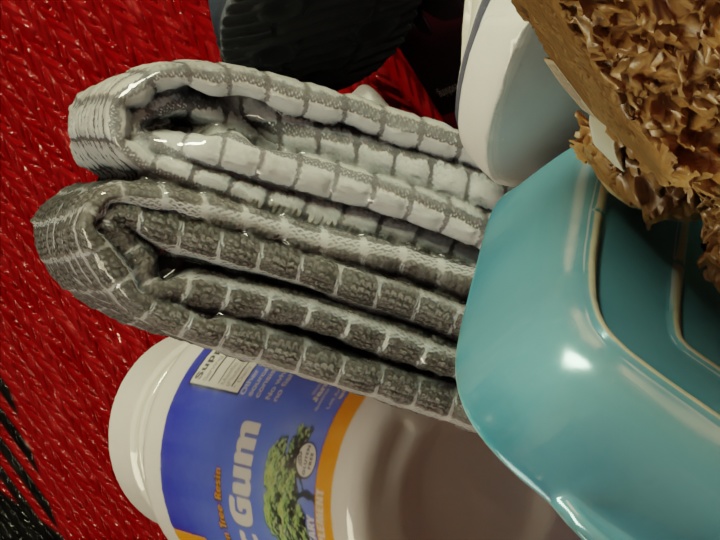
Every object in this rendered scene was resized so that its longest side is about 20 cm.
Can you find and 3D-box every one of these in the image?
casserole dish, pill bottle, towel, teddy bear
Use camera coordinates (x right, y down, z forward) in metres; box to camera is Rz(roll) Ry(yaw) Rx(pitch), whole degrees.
[{"bbox_3d":[0.088,0.022,0.777,0.121,0.200,0.039,33,113,-6],"label":"casserole dish"},{"bbox_3d":[-0.013,0.072,1.133,0.200,0.112,0.113,6,127,56],"label":"pill bottle"},{"bbox_3d":[0.000,0.000,0.942,0.199,0.086,0.166,17,176,-10],"label":"towel"},{"bbox_3d":[0.075,-0.064,0.701,0.200,0.067,0.145,55,172,-32],"label":"teddy bear"}]

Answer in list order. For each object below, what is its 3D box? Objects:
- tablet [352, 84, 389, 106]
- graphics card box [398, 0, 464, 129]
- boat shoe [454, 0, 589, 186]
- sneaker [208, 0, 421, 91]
[{"bbox_3d":[0.051,0.031,1.119,0.200,0.014,0.130,48,154,11],"label":"tablet"},{"bbox_3d":[0.027,-0.135,0.915,0.201,0.051,0.125,59,154,-8],"label":"graphics card box"},{"bbox_3d":[0.059,-0.119,0.816,0.066,0.072,0.201,44,136,35],"label":"boat shoe"},{"bbox_3d":[-0.020,-0.131,0.891,0.200,0.070,0.082,92,163,-58],"label":"sneaker"}]
